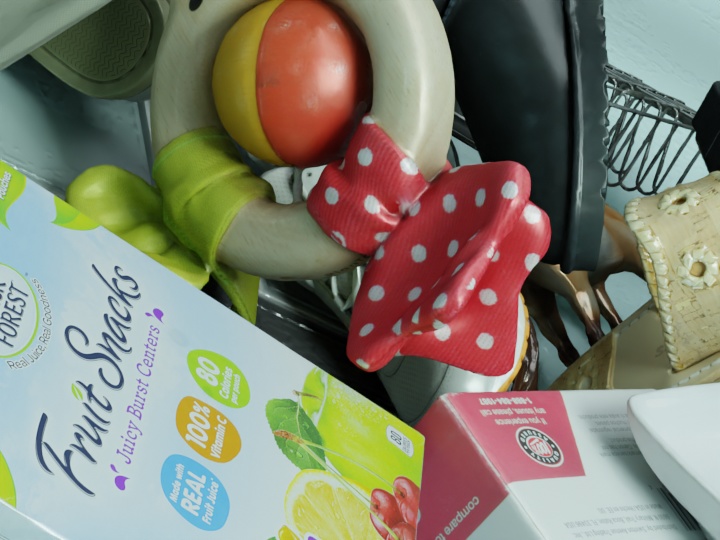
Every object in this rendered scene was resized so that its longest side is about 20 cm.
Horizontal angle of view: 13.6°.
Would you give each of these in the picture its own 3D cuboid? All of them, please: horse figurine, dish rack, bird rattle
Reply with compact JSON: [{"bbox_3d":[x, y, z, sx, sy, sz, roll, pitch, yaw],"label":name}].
[{"bbox_3d":[0.094,0.007,1.328,0.133,0.050,0.200,53,25,5],"label":"horse figurine"},{"bbox_3d":[0.089,-0.082,1.406,0.153,0.055,0.200,34,14,32],"label":"dish rack"},{"bbox_3d":[-0.022,-0.044,1.089,0.112,0.199,0.164,1,88,-45],"label":"bird rattle"}]

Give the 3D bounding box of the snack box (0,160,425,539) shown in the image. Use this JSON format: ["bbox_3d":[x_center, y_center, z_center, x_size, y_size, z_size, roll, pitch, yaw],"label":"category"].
[{"bbox_3d":[-0.078,0.070,0.981,0.199,0.068,0.169,32,29,-16],"label":"snack box"}]

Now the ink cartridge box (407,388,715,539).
[{"bbox_3d":[0.100,0.144,1.092,0.145,0.083,0.200,4,44,-52],"label":"ink cartridge box"}]

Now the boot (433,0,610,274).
[{"bbox_3d":[0.016,-0.094,1.200,0.161,0.073,0.199,-1,76,-3],"label":"boot"}]

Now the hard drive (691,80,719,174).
[{"bbox_3d":[0.223,0.004,1.230,0.139,0.038,0.201,13,37,-24],"label":"hard drive"}]

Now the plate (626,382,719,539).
[{"bbox_3d":[0.209,0.116,1.128,0.199,0.032,0.200,-4,45,-51],"label":"plate"}]

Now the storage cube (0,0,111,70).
[{"bbox_3d":[-0.144,-0.182,1.074,0.180,0.170,0.200,63,19,5],"label":"storage cube"}]

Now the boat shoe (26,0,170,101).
[{"bbox_3d":[-0.145,-0.141,1.210,0.200,0.075,0.068,48,11,11],"label":"boat shoe"}]

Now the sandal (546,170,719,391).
[{"bbox_3d":[0.123,0.004,1.174,0.069,0.212,0.078,27,30,-31],"label":"sandal"}]

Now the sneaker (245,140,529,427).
[{"bbox_3d":[0.000,0.000,1.200,0.092,0.076,0.200,18,27,-26],"label":"sneaker"}]
